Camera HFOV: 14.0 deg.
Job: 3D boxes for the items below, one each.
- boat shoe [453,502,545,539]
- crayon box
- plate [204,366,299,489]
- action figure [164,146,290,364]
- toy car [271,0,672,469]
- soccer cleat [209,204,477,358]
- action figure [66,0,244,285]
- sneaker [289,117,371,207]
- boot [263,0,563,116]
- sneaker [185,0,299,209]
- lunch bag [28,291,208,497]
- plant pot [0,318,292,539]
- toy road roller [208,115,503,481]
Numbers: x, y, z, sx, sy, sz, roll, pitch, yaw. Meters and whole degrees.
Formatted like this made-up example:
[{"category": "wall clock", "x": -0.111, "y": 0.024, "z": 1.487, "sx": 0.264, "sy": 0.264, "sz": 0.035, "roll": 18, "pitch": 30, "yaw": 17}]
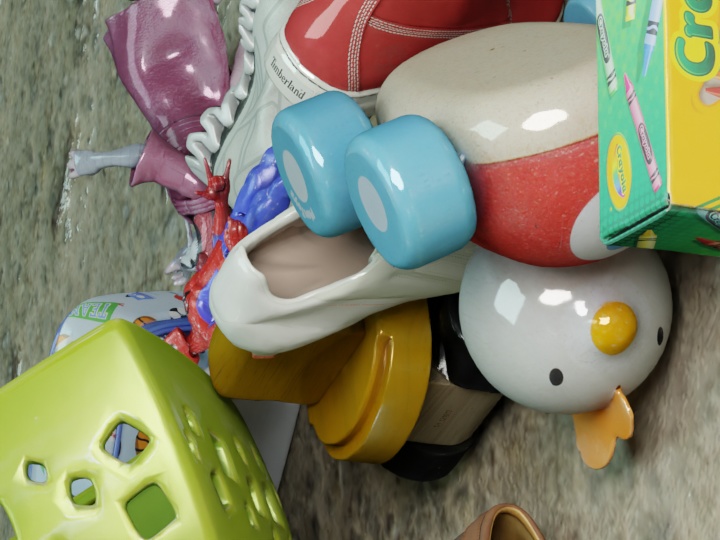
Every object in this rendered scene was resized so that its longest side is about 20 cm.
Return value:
[{"category": "boat shoe", "x": 0.076, "y": 0.186, "z": 1.312, "sx": 0.200, "sy": 0.072, "sz": 0.068, "roll": -111, "pitch": 35, "yaw": -49}, {"category": "crayon box", "x": 0.155, "y": -0.104, "z": 1.139, "sx": 0.058, "sy": 0.119, "sz": 0.200, "roll": 147, "pitch": 126, "yaw": -63}, {"category": "plate", "x": -0.085, "y": 0.122, "z": 1.642, "sx": 0.200, "sy": 0.032, "sz": 0.200, "roll": -40, "pitch": -32, "yaw": -66}, {"category": "action figure", "x": -0.060, "y": -0.025, "z": 1.560, "sx": 0.200, "sy": 0.052, "sz": 0.065, "roll": -64, "pitch": 26, "yaw": 24}, {"category": "toy car", "x": 0.091, "y": -0.003, "z": 1.271, "sx": 0.177, "sy": 0.184, "sz": 0.200, "roll": 23, "pitch": 134, "yaw": 67}, {"category": "soccer cleat", "x": 0.022, "y": -0.019, "z": 1.361, "sx": 0.069, "sy": 0.200, "sz": 0.078, "roll": 57, "pitch": 158, "yaw": 18}, {"category": "action figure", "x": -0.097, "y": -0.078, "z": 1.839, "sx": 0.149, "sy": 0.134, "sz": 0.200, "roll": -27, "pitch": 63, "yaw": 14}, {"category": "sneaker", "x": -0.009, "y": -0.062, "z": 1.614, "sx": 0.200, "sy": 0.073, "sz": 0.085, "roll": -51, "pitch": 34, "yaw": 35}, {"category": "boot", "x": 0.058, "y": -0.148, "z": 1.351, "sx": 0.072, "sy": 0.200, "sz": 0.144, "roll": 48, "pitch": 126, "yaw": 15}, {"category": "sneaker", "x": -0.037, "y": -0.108, "z": 1.703, "sx": 0.081, "sy": 0.075, "sz": 0.200, "roll": 59, "pitch": 141, "yaw": 37}, {"category": "lunch bag", "x": -0.118, "y": 0.106, "z": 1.730, "sx": 0.076, "sy": 0.160, "sz": 0.200, "roll": 20, "pitch": 103, "yaw": 36}, {"category": "plant pot", "x": -0.125, "y": 0.165, "z": 1.403, "sx": 0.182, "sy": 0.199, "sz": 0.200, "roll": 59, "pitch": -176, "yaw": 21}, {"category": "toy road roller", "x": 0.000, "y": 0.000, "z": 1.458, "sx": 0.123, "sy": 0.146, "sz": 0.200, "roll": 125, "pitch": 145, "yaw": -49}]
